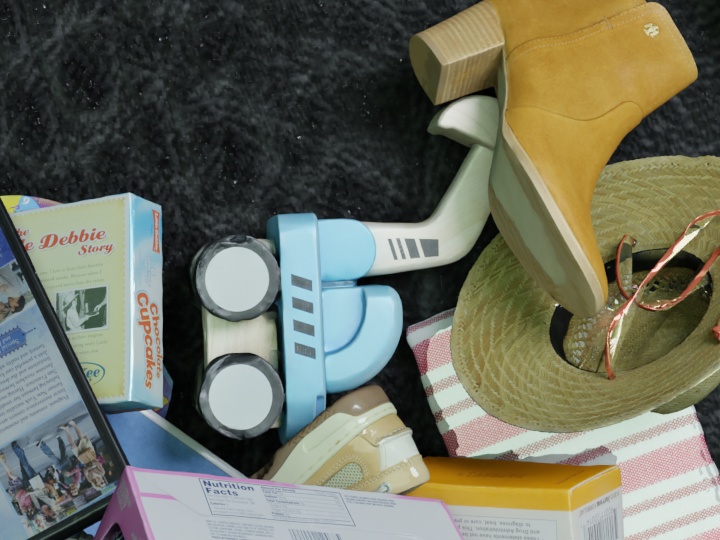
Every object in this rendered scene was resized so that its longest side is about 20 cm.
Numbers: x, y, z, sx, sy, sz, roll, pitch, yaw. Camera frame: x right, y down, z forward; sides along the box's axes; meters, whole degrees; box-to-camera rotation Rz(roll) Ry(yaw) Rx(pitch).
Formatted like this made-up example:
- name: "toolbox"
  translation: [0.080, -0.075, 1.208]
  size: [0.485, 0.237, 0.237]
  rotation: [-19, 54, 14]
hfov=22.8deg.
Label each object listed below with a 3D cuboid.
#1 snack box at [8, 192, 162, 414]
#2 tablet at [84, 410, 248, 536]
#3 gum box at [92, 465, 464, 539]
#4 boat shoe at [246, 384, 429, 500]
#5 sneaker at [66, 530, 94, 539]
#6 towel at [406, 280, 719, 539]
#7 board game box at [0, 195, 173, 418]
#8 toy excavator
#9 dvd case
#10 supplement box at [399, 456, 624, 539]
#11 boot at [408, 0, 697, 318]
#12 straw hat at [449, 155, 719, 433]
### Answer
- name: "snack box"
  translation: [-0.205, 0.029, 1.012]
  size: [0.199, 0.037, 0.117]
  rotation: [-8, 76, 24]
- name: "tablet"
  translation: [-0.140, 0.147, 1.046]
  size: [0.199, 0.014, 0.130]
  rotation: [36, 95, -11]
- name: "gum box"
  translation: [-0.051, 0.171, 0.903]
  size: [0.199, 0.066, 0.114]
  rotation: [11, 121, -30]
- name: "boat shoe"
  translation: [-0.043, 0.150, 0.982]
  size: [0.200, 0.072, 0.076]
  rotation: [-43, 76, 28]
- name: "sneaker"
  translation: [-0.110, 0.221, 0.972]
  size: [0.199, 0.077, 0.076]
  rotation: [29, 129, -11]
- name: "towel"
  translation: [0.124, 0.101, 1.042]
  size: [0.145, 0.030, 0.201]
  rotation: [-20, 87, 5]
- name: "board game box"
  translation: [-0.209, 0.054, 1.059]
  size: [0.157, 0.039, 0.201]
  rotation: [-29, 88, 4]
- name: "toy excavator"
  translation: [0.000, 0.000, 1.029]
  size: [0.198, 0.100, 0.196]
  rotation: [-2, 89, -9]
- name: "dvd case"
  translation: [-0.219, 0.068, 0.952]
  size: [0.142, 0.018, 0.201]
  rotation: [-28, 67, -5]
- name: "supplement box"
  translation: [0.081, 0.210, 0.992]
  size: [0.125, 0.073, 0.202]
  rotation: [0, 95, 30]
- name: "boot"
  translation: [0.130, -0.081, 0.984]
  size: [0.143, 0.071, 0.202]
  rotation: [-21, 66, -19]
- name: "straw hat"
  translation: [0.156, 0.034, 0.979]
  size: [0.201, 0.201, 0.085]
  rotation: [-36, 128, 4]
